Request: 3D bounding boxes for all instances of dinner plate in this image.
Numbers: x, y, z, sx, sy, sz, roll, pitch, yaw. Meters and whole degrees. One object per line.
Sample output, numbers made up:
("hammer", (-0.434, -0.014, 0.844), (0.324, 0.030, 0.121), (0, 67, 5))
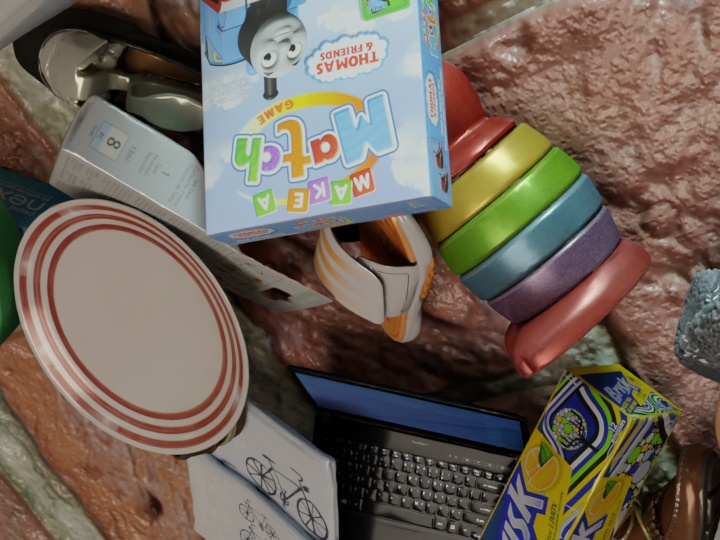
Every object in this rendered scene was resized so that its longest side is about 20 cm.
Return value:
("dinner plate", (-0.159, 0.039, 0.906), (0.200, 0.024, 0.200), (14, 123, 23))

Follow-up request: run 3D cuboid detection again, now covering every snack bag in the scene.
("snack bag", (-0.081, 0.180, 1.030), (0.189, 0.021, 0.200), (32, 136, 36))

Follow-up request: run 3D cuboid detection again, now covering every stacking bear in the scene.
("stacking bear", (0.080, -0.048, 0.828), (0.114, 0.121, 0.200), (-41, 92, 5))

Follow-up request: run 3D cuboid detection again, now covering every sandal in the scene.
("sandal", (0.005, 0.006, 0.860), (0.079, 0.059, 0.207), (52, 165, 25))

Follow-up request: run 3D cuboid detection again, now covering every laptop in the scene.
("laptop", (0.033, 0.166, 0.980), (0.177, 0.103, 0.200), (12, 107, 14))

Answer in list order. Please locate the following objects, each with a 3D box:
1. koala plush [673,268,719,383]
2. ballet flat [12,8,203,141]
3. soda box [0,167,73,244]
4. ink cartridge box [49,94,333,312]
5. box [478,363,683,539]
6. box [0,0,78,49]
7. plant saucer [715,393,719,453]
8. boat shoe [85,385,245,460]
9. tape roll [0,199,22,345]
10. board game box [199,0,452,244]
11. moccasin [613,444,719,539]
("koala plush", (0.289, -0.014, 0.740), (0.177, 0.184, 0.200), (23, 87, 20))
("ballet flat", (-0.158, -0.133, 0.882), (0.200, 0.068, 0.068), (16, 116, 10))
("soda box", (-0.257, -0.026, 0.991), (0.200, 0.064, 0.068), (20, 126, 8))
("ink cartridge box", (-0.115, -0.039, 0.893), (0.200, 0.047, 0.160), (30, 168, -12))
("box", (0.145, 0.167, 0.922), (0.064, 0.070, 0.200), (39, 116, 37))
("box", (-0.184, -0.252, 0.733), (0.199, 0.200, 0.171), (-29, 105, 32))
("plant saucer", (0.343, 0.102, 0.869), (0.200, 0.037, 0.200), (9, 124, 14))
("boat shoe", (-0.186, 0.081, 0.997), (0.202, 0.075, 0.075), (24, 128, 28))
("tape roll", (-0.346, -0.010, 0.966), (0.200, 0.048, 0.201), (11, 125, 16))
("board game box", (-0.025, -0.125, 0.784), (0.151, 0.037, 0.200), (-9, 78, 25))
("moccasin", (0.216, 0.194, 0.952), (0.078, 0.074, 0.201), (21, 144, 14))
